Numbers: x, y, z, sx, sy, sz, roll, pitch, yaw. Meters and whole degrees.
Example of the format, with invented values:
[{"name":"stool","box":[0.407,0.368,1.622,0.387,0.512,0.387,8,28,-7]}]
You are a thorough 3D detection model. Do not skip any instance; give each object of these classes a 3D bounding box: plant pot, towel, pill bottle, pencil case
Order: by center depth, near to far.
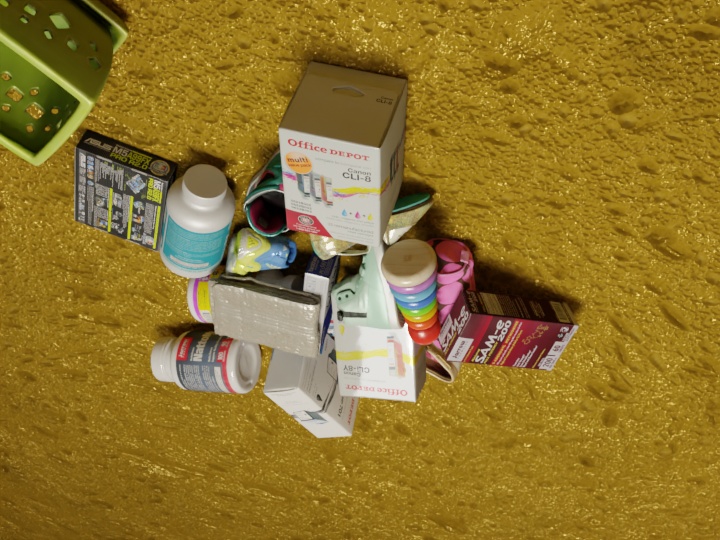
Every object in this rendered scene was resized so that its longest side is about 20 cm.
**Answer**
[{"name":"plant pot","box":[-0.448,-0.299,1.289,0.200,0.182,0.199,37,140,-23]},{"name":"pill bottle","box":[-0.266,-0.083,1.539,0.110,0.111,0.200,21,143,-4]},{"name":"pencil case","box":[0.151,0.040,1.540,0.093,0.091,0.201,9,140,23]},{"name":"towel","box":[-0.161,0.076,1.592,0.199,0.035,0.133,14,134,11]},{"name":"pill bottle","box":[-0.200,0.043,1.675,0.199,0.105,0.105,1,139,21]},{"name":"pill bottle","box":[-0.310,0.180,1.878,0.199,0.120,0.120,0,139,22]}]

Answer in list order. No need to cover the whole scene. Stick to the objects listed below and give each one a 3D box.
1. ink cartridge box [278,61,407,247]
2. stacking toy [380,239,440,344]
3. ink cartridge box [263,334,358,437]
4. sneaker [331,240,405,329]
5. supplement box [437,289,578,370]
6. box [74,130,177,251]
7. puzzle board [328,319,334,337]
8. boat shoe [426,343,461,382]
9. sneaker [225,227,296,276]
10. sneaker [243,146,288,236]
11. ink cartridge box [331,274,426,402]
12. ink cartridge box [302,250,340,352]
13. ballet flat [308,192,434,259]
[{"name":"ink cartridge box","box":[-0.022,-0.161,1.314,0.144,0.145,0.201,12,142,11]},{"name":"stacking toy","box":[0.091,0.045,1.462,0.085,0.086,0.200,3,142,19]},{"name":"ink cartridge box","box":[-0.084,0.207,1.775,0.085,0.147,0.200,-10,142,30]},{"name":"sneaker","box":[0.000,0.000,1.504,0.118,0.074,0.202,-3,104,22]},{"name":"supplement box","box":[0.237,0.098,1.522,0.199,0.061,0.109,7,129,-20]},{"name":"box","box":[-0.400,-0.130,1.592,0.159,0.044,0.200,20,143,-3]},{"name":"puzzle board","box":[-0.132,0.079,1.763,0.199,0.017,0.151,-3,138,25]},{"name":"boat shoe","box":[0.095,0.139,1.699,0.199,0.069,0.074,25,142,-9]},{"name":"sneaker","box":[-0.166,-0.022,1.577,0.104,0.076,0.200,10,175,-14]},{"name":"sneaker","box":[-0.142,-0.096,1.463,0.083,0.121,0.200,26,143,-10]},{"name":"ink cartridge box","box":[0.034,0.117,1.622,0.144,0.083,0.201,3,114,17]},{"name":"ink cartridge box","box":[-0.071,0.044,1.616,0.044,0.094,0.201,14,137,4]},{"name":"ballet flat","box":[0.020,-0.063,1.415,0.199,0.071,0.071,-17,144,-15]}]
